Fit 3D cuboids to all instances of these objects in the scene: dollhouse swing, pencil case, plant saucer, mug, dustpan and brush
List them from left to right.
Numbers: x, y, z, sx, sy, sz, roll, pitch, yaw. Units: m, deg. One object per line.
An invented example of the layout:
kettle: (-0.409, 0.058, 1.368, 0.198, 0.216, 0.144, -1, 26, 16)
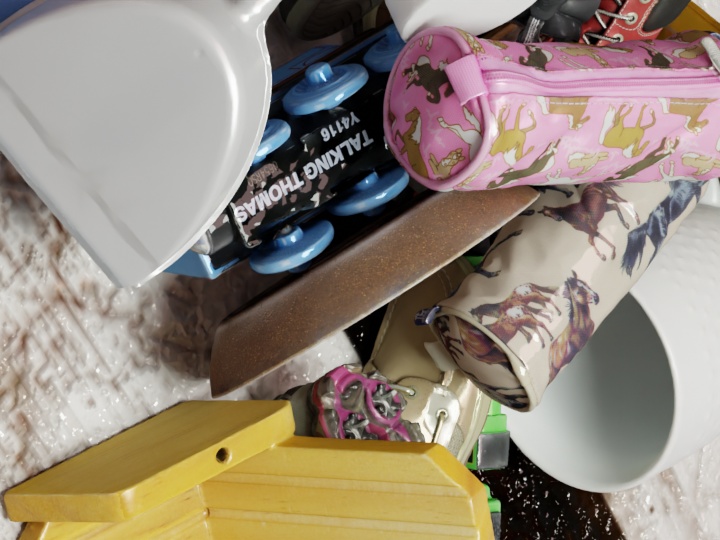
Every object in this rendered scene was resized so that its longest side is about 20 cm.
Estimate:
dustpan and brush: (-0.075, -0.104, 1.205, 0.140, 0.200, 0.057, 50, 16, -9)
dollhouse swing: (-0.047, 0.187, 1.292, 0.181, 0.175, 0.201, -26, 114, -39)
plant saucer: (0.000, 0.000, 1.317, 0.200, 0.200, 0.035, -35, 94, -36)
pencil case: (0.106, -0.081, 1.275, 0.199, 0.083, 0.087, -4, 123, -36)
pencil case: (0.116, -0.020, 1.386, 0.200, 0.089, 0.078, -50, 129, -19)
mug: (0.177, 0.009, 1.509, 0.175, 0.147, 0.201, -23, 113, -44)

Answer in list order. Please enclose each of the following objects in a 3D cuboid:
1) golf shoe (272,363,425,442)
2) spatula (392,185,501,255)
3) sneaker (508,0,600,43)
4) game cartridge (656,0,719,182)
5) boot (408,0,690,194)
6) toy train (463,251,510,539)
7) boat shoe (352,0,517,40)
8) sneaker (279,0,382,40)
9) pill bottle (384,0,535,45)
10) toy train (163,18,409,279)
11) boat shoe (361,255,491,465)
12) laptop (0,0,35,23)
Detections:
golf shoe: (0.015, 0.148, 1.374, 0.073, 0.092, 0.201, -33, 94, -50)
spatula: (0.007, -0.049, 1.411, 0.199, 0.021, 0.057, 26, 77, -30)
sneaker: (0.100, -0.189, 1.359, 0.200, 0.075, 0.114, -79, -170, -62)
game cartridge: (0.232, -0.083, 1.524, 0.032, 0.200, 0.177, -35, 123, -4)
boot: (0.106, -0.117, 1.423, 0.200, 0.072, 0.145, -28, 156, -47)
toy train: (0.059, 0.086, 1.467, 0.042, 0.056, 0.201, -2, 97, -44)
boat shoe: (0.082, -0.169, 1.444, 0.200, 0.074, 0.076, -43, 123, -32)
sneaker: (-0.002, -0.227, 1.368, 0.200, 0.106, 0.075, -55, 159, 11)
pill bottle: (0.019, -0.216, 1.256, 0.111, 0.111, 0.201, -8, 70, -43)
toy train: (-0.025, -0.067, 1.308, 0.200, 0.114, 0.087, -34, 112, -27)
boat shoe: (0.023, 0.086, 1.424, 0.065, 0.072, 0.201, 5, 97, -46)
laptop: (-0.142, -0.194, 1.197, 0.116, 0.199, 0.188, -68, 145, -63)
